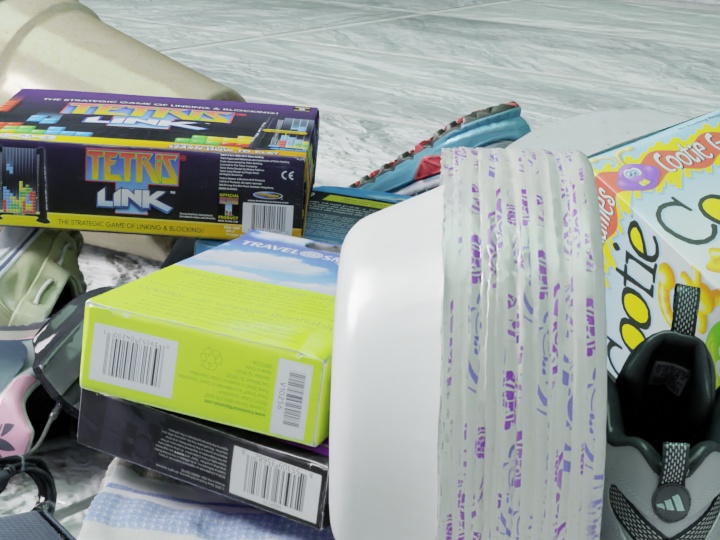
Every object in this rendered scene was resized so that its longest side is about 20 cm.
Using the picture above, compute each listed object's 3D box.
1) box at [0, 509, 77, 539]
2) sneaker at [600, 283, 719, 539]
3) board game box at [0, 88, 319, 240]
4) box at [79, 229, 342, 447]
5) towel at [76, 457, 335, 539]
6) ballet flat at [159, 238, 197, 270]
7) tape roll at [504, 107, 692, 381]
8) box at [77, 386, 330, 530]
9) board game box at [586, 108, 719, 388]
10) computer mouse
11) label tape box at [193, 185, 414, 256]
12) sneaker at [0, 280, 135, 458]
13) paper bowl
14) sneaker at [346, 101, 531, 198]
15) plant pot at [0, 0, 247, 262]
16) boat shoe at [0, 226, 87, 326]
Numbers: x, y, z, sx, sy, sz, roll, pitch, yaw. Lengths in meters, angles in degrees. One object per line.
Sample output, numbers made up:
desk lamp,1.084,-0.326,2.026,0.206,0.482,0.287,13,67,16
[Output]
box,-0.179,0.149,0.637,0.199,0.051,0.158,-7,16,-27
sneaker,0.132,0.070,0.787,0.077,0.141,0.200,3,16,0
board game box,-0.127,-0.067,1.101,0.199,0.057,0.165,3,17,-1
box,-0.041,0.027,0.895,0.121,0.048,0.200,12,14,16
towel,-0.056,0.112,0.843,0.146,0.024,0.200,3,15,2
ballet flat,-0.085,-0.031,1.281,0.073,0.074,0.200,8,17,23
tape roll,0.154,-0.001,1.018,0.199,0.066,0.201,-3,48,4
box,-0.025,0.070,0.904,0.142,0.036,0.200,15,17,29
board game box,0.194,0.027,0.862,0.103,0.105,0.200,-19,47,-26
computer mouse,-0.144,0.066,0.873,0.034,0.059,0.200,-37,15,33
label tape box,0.000,0.000,1.113,0.142,0.067,0.200,10,15,18
sneaker,-0.145,0.062,0.967,0.082,0.070,0.200,31,30,26
paper bowl,0.041,0.049,0.740,0.104,0.202,0.201,2,15,2
sneaker,0.042,-0.032,1.232,0.200,0.096,0.079,-31,-6,35
plant pot,-0.187,-0.094,1.321,0.183,0.202,0.200,21,22,22
boat shoe,-0.197,0.011,1.073,0.062,0.072,0.200,27,18,-1
